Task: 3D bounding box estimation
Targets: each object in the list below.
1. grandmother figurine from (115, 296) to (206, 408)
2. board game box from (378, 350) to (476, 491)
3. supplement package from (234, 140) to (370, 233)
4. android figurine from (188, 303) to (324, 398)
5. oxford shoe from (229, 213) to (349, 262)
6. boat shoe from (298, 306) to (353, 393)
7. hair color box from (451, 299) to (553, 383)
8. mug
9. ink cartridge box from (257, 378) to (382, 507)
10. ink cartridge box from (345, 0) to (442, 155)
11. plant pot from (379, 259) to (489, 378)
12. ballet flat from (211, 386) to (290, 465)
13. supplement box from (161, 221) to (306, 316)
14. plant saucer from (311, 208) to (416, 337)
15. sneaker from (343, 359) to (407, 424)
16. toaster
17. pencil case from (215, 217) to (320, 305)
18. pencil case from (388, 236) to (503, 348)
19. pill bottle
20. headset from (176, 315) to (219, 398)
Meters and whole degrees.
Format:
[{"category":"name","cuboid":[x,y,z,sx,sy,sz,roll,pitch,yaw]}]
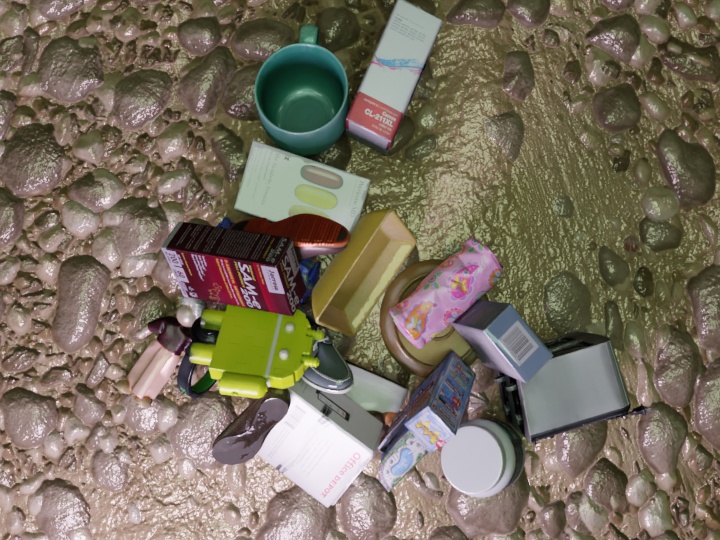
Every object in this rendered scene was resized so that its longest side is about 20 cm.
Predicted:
[{"category":"grandmother figurine","cuboid":[-0.319,0.128,1.172,0.120,0.061,0.203,33,92,-9]},{"category":"board game box","cuboid":[0.095,0.237,1.096,0.062,0.200,0.201,42,100,2]},{"category":"supplement package","cuboid":[-0.091,-0.120,1.146,0.194,0.110,0.117,17,91,-2]},{"category":"android figurine","cuboid":[-0.153,0.108,1.058,0.194,0.042,0.186,8,53,6]},{"category":"oxford shoe","cuboid":[-0.105,-0.038,1.076,0.194,0.072,0.074,2,129,19]},{"category":"boat shoe","cuboid":[-0.083,0.115,1.114,0.072,0.063,0.199,-27,53,-33]},{"category":"hair color box","cuboid":[0.211,0.103,1.084,0.060,0.200,0.100,-41,94,-6]},{"category":"mug","cuboid":[-0.081,-0.278,1.136,0.151,0.115,0.187,36,78,10]},{"category":"ink cartridge box","cuboid":[-0.083,0.260,1.142,0.198,0.085,0.147,37,116,-2]},{"category":"ink cartridge box","cuboid":[0.051,-0.305,1.128,0.081,0.146,0.205,24,91,-1]},{"category":"plant pot","cuboid":[0.129,0.084,1.196,0.193,0.027,0.207,0,91,0]},{"category":"ballet flat","cuboid":[-0.169,0.238,1.091,0.066,0.047,0.201,28,124,-20]},{"category":"supplement box","cuboid":[-0.187,-0.003,1.048,0.194,0.111,0.062,8,48,20]},{"category":"plant saucer","cuboid":[0.000,0.000,1.119,0.048,0.200,0.202,33,89,20]},{"category":"sneaker","cuboid":[-0.022,0.197,1.170,0.196,0.073,0.087,25,88,-3]},{"category":"toaster","cuboid":[0.323,0.182,1.124,0.194,0.181,0.122,-16,90,0]},{"category":"pencil case","cuboid":[-0.162,-0.018,1.159,0.196,0.087,0.080,25,66,-2]},{"category":"pencil case","cuboid":[0.140,0.034,1.143,0.199,0.087,0.088,-42,91,-1]},{"category":"pill bottle","cuboid":[0.193,0.292,1.102,0.110,0.199,0.117,-4,78,19]},{"category":"headset","cuboid":[-0.242,0.106,1.150,0.092,0.124,0.203,27,77,15]}]
